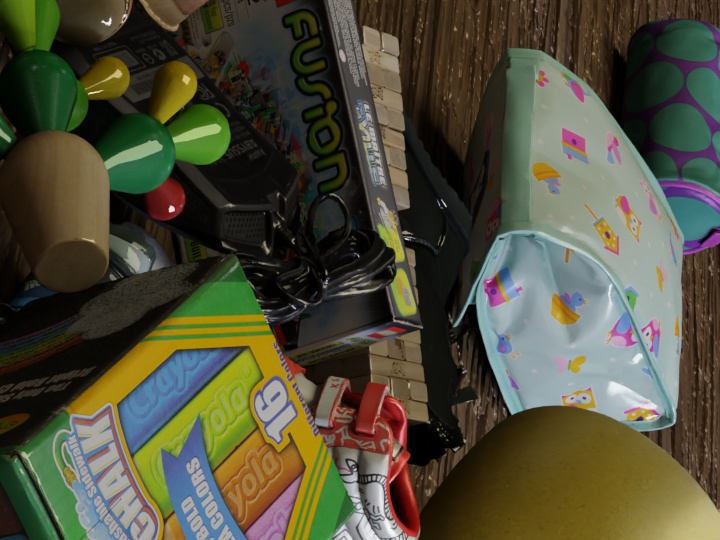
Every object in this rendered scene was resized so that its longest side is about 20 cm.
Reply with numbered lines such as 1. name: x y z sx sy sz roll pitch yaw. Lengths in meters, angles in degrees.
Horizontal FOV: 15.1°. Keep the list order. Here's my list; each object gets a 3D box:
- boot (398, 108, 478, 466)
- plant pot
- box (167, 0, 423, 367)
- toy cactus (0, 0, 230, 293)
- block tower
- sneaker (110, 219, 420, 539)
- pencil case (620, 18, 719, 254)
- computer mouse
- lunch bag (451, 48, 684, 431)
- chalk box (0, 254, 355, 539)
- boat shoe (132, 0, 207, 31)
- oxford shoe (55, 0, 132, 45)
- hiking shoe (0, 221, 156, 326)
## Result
1. boot: -0.001 0.000 1.460 0.198 0.073 0.163 48 39 -41
2. plant pot: 0.085 0.189 1.396 0.142 0.199 0.201 -28 101 -40
3. box: -0.043 -0.053 1.346 0.035 0.109 0.201 16 59 -63
4. toy cactus: -0.140 -0.056 1.125 0.199 0.102 0.166 28 32 -37
5. block tower: -0.009 -0.020 1.376 0.054 0.058 0.201 13 68 -57
6. sneaker: -0.042 0.054 1.264 0.067 0.107 0.202 -58 127 -69
7. pencil case: 0.241 -0.101 2.041 0.092 0.085 0.201 38 38 -27
8. computer mouse: -0.085 -0.045 1.261 0.200 0.053 0.138 48 30 13
9. lunch bag: 0.122 -0.017 1.676 0.171 0.121 0.200 -83 152 -43
10. chalk box: -0.117 0.101 1.030 0.200 0.124 0.125 -44 114 -47
11. boat shoe: -0.109 -0.208 1.356 0.076 0.071 0.201 22 54 -61
12. oxford shoe: -0.172 -0.159 1.167 0.200 0.070 0.075 44 15 -29
13. hiking shoe: -0.102 0.081 1.193 0.087 0.074 0.201 -46 115 -42
